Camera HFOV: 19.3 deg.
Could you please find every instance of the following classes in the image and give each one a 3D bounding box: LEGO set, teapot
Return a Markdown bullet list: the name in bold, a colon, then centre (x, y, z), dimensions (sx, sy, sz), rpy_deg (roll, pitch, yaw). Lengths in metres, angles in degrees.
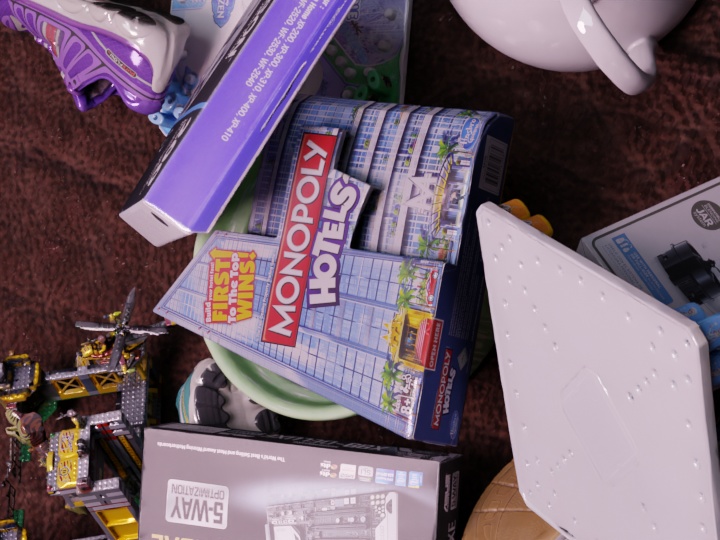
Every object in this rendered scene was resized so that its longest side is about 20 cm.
- **LEGO set**: centre (-0.202, 0.109, 1.414), dimensions (0.153, 0.116, 0.201), rpy_deg (-3, 56, 15)
- **teapot**: centre (0.118, -0.219, 1.300), dimensions (0.199, 0.146, 0.198), rpy_deg (16, 91, 31)

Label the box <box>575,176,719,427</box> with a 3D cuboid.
- **box**: centre (0.227, 0.003, 1.178), dimensions (0.199, 0.060, 0.117), rpy_deg (-22, 62, -21)

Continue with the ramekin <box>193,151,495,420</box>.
- **ramekin**: centre (0.000, 0.000, 1.362), dimensions (0.199, 0.098, 0.201), rpy_deg (-6, 79, 30)

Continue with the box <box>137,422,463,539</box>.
- **box**: centre (-0.041, 0.182, 1.312), dimensions (0.199, 0.050, 0.158), rpy_deg (5, 93, 21)

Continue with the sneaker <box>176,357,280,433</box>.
- **sneaker**: centre (-0.080, 0.158, 1.411), dimensions (0.080, 0.077, 0.201), rpy_deg (-25, 73, 61)

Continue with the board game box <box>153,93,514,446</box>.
- **board game box**: centre (-0.022, -0.009, 1.283), dimensions (0.199, 0.062, 0.201), rpy_deg (8, 86, 30)

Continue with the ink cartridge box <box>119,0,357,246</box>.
- **ink cartridge box**: centre (-0.075, -0.110, 1.329), dimensions (0.043, 0.200, 0.199), rpy_deg (34, 81, -12)

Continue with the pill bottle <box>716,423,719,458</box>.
- **pill bottle**: centre (0.229, 0.136, 1.193), dimensions (0.112, 0.112, 0.200), rpy_deg (-44, 64, 18)

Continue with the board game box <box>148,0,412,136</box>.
- **board game box**: centre (-0.055, -0.195, 1.471), dimensions (0.199, 0.026, 0.201), rpy_deg (1, 82, 31)

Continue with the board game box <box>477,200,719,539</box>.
- **board game box**: centre (0.138, 0.079, 1.136), dimensions (0.200, 0.026, 0.201), rpy_deg (35, 141, 54)

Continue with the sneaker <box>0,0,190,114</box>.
- **sneaker**: centre (-0.204, -0.161, 1.514), dimensions (0.200, 0.080, 0.084), rpy_deg (27, 108, 46)

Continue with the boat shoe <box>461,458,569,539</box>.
- **boat shoe**: centre (0.098, 0.185, 1.274), dimensions (0.071, 0.069, 0.200), rpy_deg (9, 55, 44)
